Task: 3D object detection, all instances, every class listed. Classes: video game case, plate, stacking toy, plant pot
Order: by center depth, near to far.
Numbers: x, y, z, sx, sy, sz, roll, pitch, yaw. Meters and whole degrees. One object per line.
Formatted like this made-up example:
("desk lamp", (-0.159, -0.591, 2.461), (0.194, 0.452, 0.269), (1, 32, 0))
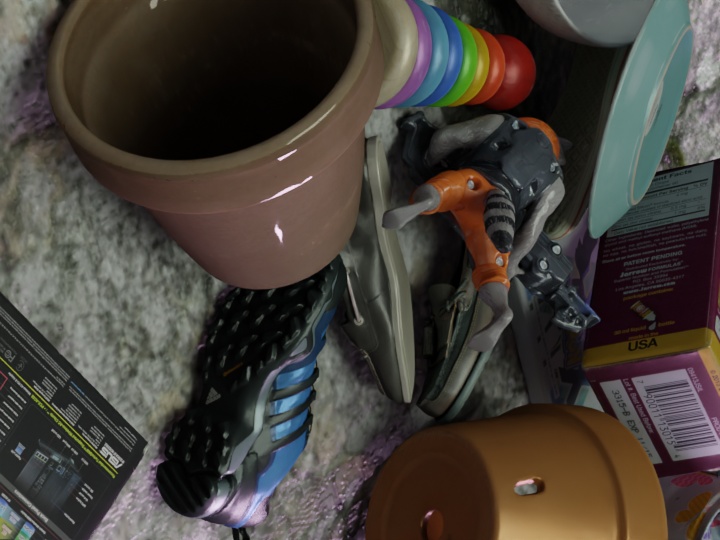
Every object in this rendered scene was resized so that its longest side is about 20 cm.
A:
("plant pot", (-0.074, -0.084, 1.329), (0.201, 0.199, 0.175), (-53, 150, -25))
("stacking toy", (0.054, -0.147, 1.515), (0.199, 0.085, 0.086), (1, 97, -54))
("plant pot", (0.098, 0.186, 1.546), (0.139, 0.199, 0.202), (14, 88, -39))
("plate", (0.209, -0.115, 1.587), (0.200, 0.025, 0.202), (20, 90, -76))
("video game case", (0.188, 0.030, 1.727), (0.182, 0.022, 0.201), (-37, 123, -36))

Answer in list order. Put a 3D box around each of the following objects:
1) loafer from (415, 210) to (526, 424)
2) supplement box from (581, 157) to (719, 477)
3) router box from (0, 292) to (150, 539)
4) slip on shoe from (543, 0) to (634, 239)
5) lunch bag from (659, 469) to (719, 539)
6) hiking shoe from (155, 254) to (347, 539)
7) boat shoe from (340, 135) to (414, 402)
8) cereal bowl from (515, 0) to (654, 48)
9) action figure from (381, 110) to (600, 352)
("loafer", (0.075, 0.011, 1.584), (0.063, 0.072, 0.201), (27, 72, -12))
("supplement box", (0.241, 0.035, 1.641), (0.131, 0.102, 0.201), (59, 31, -36))
("router box", (-0.230, 0.104, 1.268), (0.150, 0.062, 0.200), (-58, 134, -22))
("slip on shoe", (0.181, -0.111, 1.653), (0.061, 0.074, 0.201), (34, 68, -33))
("lunch bag", (0.216, 0.243, 1.694), (0.127, 0.169, 0.202), (27, 78, -45))
("hiking shoe", (-0.062, 0.076, 1.445), (0.087, 0.074, 0.201), (35, 82, -52))
("boat shoe", (0.000, 0.000, 1.507), (0.067, 0.056, 0.201), (-75, 159, -62))
("cereal bowl", (0.160, -0.264, 1.590), (0.199, 0.083, 0.202), (-11, 106, -45))
("action figure", (0.109, -0.032, 1.503), (0.200, 0.104, 0.194), (43, 40, -11))
